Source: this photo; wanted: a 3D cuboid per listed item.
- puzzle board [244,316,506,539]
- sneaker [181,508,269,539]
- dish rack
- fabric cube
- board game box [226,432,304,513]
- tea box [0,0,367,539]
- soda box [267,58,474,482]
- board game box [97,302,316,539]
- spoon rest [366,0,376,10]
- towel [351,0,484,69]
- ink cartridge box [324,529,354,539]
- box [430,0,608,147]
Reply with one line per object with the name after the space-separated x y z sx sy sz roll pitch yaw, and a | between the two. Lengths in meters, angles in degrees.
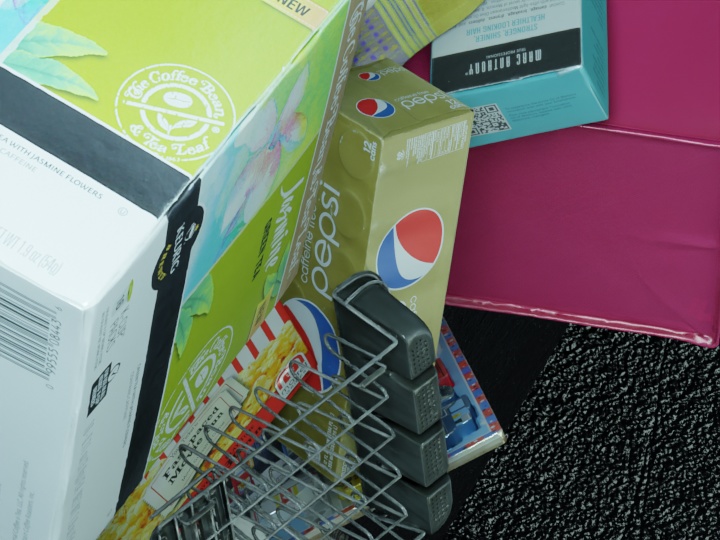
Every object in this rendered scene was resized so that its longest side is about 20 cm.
-0.007 0.087 1.636 0.151 0.017 0.200 -27 -161 1 | puzzle board
-0.139 0.171 1.515 0.200 0.077 0.082 -13 166 -10 | sneaker
-0.036 0.112 1.428 0.200 0.055 0.154 -37 138 -29 | dish rack
0.126 -0.102 1.675 0.200 0.196 0.200 87 14 -56 | fabric cube
-0.076 0.033 1.541 0.200 0.062 0.200 -37 139 -25 | board game box
-0.110 -0.024 1.101 0.197 0.134 0.200 -54 168 -35 | tea box
0.000 0.000 1.495 0.064 0.068 0.200 -18 129 -39 | soda box
-0.105 0.051 1.386 0.152 0.046 0.200 -51 155 -11 | board game box
-0.017 -0.171 1.269 0.099 0.061 0.200 -30 148 -18 | spoon rest
-0.002 -0.139 1.428 0.144 0.023 0.200 -36 158 -4 | towel
-0.037 0.211 1.687 0.084 0.200 0.145 -63 170 24 | ink cartridge box
0.083 -0.164 1.557 0.049 0.082 0.200 54 32 -51 | box
